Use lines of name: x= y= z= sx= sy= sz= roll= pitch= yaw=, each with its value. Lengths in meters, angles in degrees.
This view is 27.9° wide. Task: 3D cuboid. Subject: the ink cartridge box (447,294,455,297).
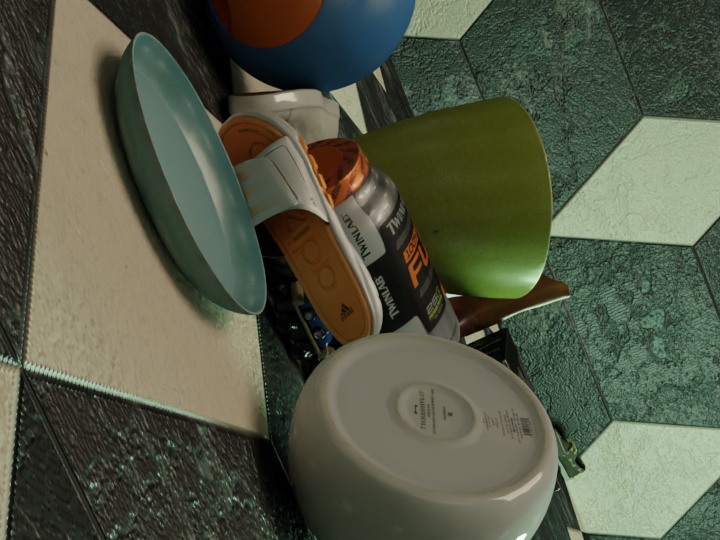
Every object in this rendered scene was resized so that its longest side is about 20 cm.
ink cartridge box: x=0.088 y=-0.003 z=1.552 sx=0.200 sy=0.144 sz=0.085 roll=92 pitch=-21 yaw=-70

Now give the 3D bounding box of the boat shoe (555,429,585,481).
boat shoe: x=0.497 y=0.439 z=3.516 sx=0.202 sy=0.060 sz=0.073 roll=59 pitch=12 yaw=-47

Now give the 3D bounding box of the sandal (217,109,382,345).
sandal: x=-0.055 y=-0.030 z=1.077 sx=0.059 sy=0.079 sz=0.208 roll=-18 pitch=70 yaw=-46

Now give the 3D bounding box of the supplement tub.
supplement tub: x=-0.005 y=-0.001 z=1.199 sx=0.123 sy=0.121 sz=0.201 roll=-99 pitch=164 yaw=-58

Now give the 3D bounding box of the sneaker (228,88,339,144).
sneaker: x=-0.061 y=-0.120 z=1.319 sx=0.200 sy=0.072 sz=0.086 roll=0 pitch=89 yaw=-70

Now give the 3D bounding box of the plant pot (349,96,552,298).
plant pot: x=0.046 y=-0.059 z=1.325 sx=0.187 sy=0.198 sz=0.189 roll=174 pitch=-90 yaw=-70

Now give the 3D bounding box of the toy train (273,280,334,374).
toy train: x=-0.016 y=0.088 z=1.160 sx=0.034 sy=0.045 sz=0.201 roll=-99 pitch=165 yaw=-58

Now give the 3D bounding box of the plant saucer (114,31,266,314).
plant saucer: x=-0.116 y=-0.060 z=0.966 sx=0.200 sy=0.027 sz=0.202 roll=-22 pitch=90 yaw=-82

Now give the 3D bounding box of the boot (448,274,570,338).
boot: x=0.110 y=0.053 z=1.404 sx=0.188 sy=0.198 sz=0.069 roll=156 pitch=-79 yaw=-82

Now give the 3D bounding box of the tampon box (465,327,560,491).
tampon box: x=0.093 y=0.152 z=1.342 sx=0.200 sy=0.149 sz=0.127 roll=-39 pitch=105 yaw=-81

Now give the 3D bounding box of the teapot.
teapot: x=0.033 y=0.147 z=0.994 sx=0.197 sy=0.199 sz=0.147 roll=36 pitch=-50 yaw=26

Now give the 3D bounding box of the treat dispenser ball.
treat dispenser ball: x=-0.046 y=-0.264 z=1.327 sx=0.201 sy=0.199 sz=0.203 roll=-22 pitch=90 yaw=-82
